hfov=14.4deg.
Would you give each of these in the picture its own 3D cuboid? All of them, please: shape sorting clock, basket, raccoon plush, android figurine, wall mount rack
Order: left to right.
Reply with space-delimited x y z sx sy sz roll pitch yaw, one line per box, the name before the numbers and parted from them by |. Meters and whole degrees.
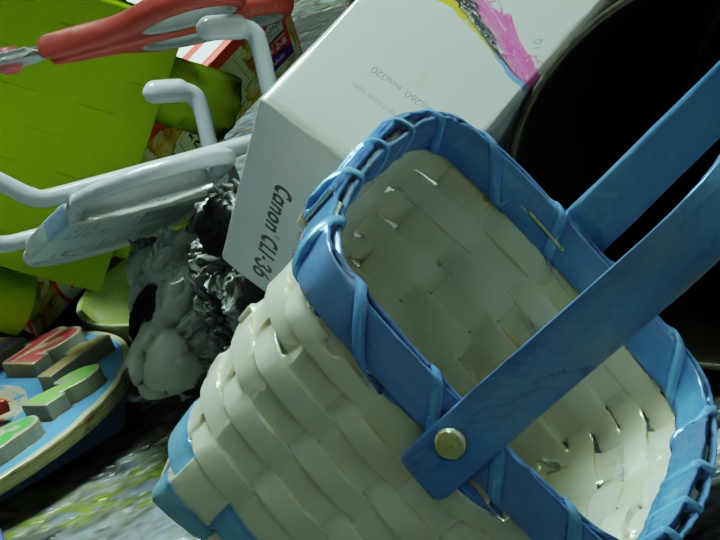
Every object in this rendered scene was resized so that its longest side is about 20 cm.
shape sorting clock | -0.184 0.073 1.163 0.199 0.039 0.200 -20 13 5
android figurine | -0.152 -0.066 1.200 0.199 0.183 0.041 14 8 -26
wall mount rack | -0.126 -0.045 1.109 0.173 0.075 0.200 -14 -5 -17
raccoon plush | 0.000 0.000 1.102 0.199 0.097 0.134 -16 4 -18
basket | 0.050 0.012 0.792 0.200 0.139 0.176 -48 0 27
basket | 0.160 -0.061 0.995 0.179 0.137 0.200 -16 11 21

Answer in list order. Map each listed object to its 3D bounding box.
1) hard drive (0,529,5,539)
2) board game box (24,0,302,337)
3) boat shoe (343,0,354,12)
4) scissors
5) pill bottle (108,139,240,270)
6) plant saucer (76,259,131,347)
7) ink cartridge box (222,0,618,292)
hard drive | -0.232 0.095 0.995 0.199 0.132 0.025 -23 -28 -9
board game box | -0.147 -0.075 1.339 0.151 0.046 0.200 22 58 32
boat shoe | 0.021 -0.127 1.362 0.073 0.063 0.202 0 44 30
scissors | -0.124 -0.083 1.119 0.199 0.014 0.073 -15 -5 16
pill bottle | -0.164 -0.040 1.421 0.199 0.112 0.111 -21 13 -4
plant saucer | -0.027 -0.005 1.256 0.199 0.031 0.200 -19 13 5
ink cartridge box | 0.019 -0.050 0.973 0.200 0.067 0.117 -49 -11 -27
